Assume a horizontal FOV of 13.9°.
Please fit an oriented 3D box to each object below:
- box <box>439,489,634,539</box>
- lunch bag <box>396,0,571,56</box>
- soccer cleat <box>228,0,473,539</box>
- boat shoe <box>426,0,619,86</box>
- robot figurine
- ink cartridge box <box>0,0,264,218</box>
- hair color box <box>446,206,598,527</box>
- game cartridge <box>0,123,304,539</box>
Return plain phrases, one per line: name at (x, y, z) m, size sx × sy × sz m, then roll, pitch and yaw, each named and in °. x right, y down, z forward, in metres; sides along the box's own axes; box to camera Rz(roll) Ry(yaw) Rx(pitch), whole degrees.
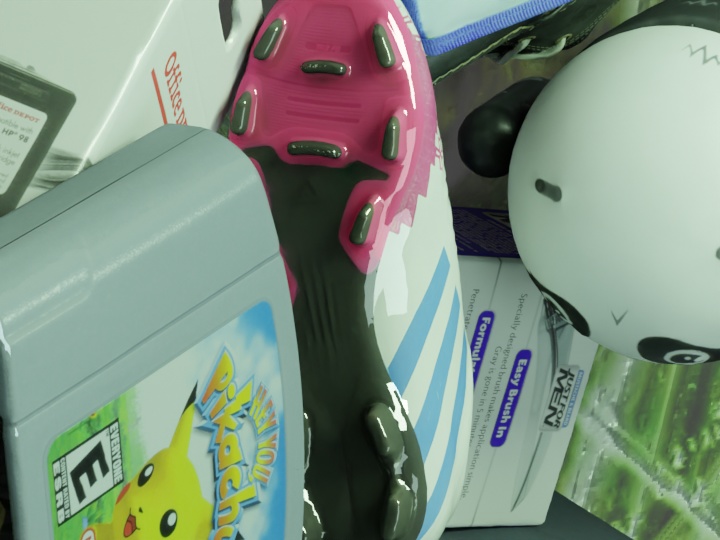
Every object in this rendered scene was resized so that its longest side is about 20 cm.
box at (0.060, 0.204, 1.123) m, size 0.117 × 0.197 × 0.200 m, roll 3°, pitch 110°, yaw -42°
lunch bag at (0.060, -0.190, 0.967) m, size 0.200 × 0.127 × 0.170 m, roll -44°, pitch 134°, yaw -28°
soccer cleat at (0.000, 0.000, 0.983) m, size 0.086 × 0.070 × 0.200 m, roll -17°, pitch 106°, yaw -69°
boat shoe at (0.061, -0.100, 1.053) m, size 0.200 × 0.072 × 0.068 m, roll -33°, pitch 129°, yaw -28°
robot figurine at (0.130, -0.038, 1.065) m, size 0.125 × 0.150 × 0.200 m, roll 61°, pitch 28°, yaw -2°
ink cartridge box at (-0.104, -0.025, 0.903) m, size 0.116 × 0.067 × 0.200 m, roll 85°, pitch 30°, yaw -69°
hair color box at (-0.007, 0.033, 1.072) m, size 0.200 × 0.065 × 0.110 m, roll 4°, pitch 109°, yaw -40°
game cartridge at (-0.067, 0.065, 0.871) m, size 0.133 × 0.040 × 0.200 m, roll -38°, pitch 134°, yaw -49°
